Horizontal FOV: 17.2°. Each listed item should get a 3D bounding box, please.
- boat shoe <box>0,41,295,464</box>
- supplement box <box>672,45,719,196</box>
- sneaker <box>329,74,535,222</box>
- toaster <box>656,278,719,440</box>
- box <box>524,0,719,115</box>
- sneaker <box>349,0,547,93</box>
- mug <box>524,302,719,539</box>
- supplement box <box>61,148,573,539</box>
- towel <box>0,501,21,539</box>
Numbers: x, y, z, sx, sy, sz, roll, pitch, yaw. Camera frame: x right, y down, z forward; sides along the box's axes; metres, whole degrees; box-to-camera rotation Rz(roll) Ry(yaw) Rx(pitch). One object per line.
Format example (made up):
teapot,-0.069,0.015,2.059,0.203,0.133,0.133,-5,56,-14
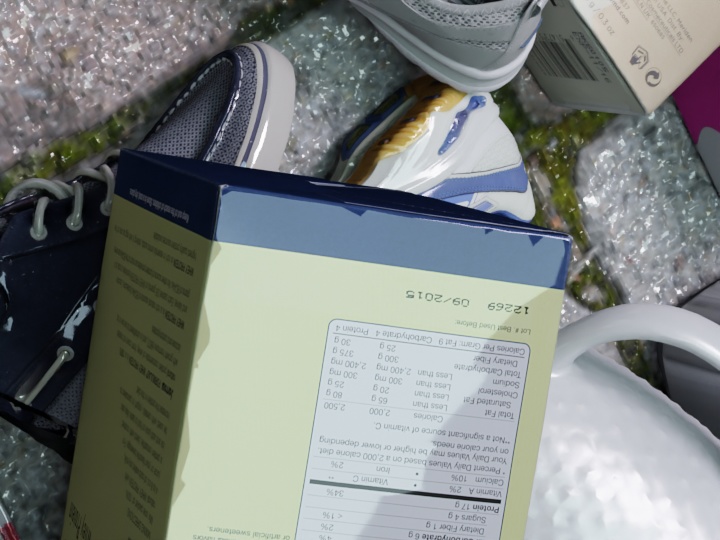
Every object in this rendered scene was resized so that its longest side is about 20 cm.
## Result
boat shoe,-0.108,-0.022,1.013,0.093,0.075,0.201,30,84,-31
supplement box,0.254,-0.122,1.153,0.200,0.103,0.102,-34,109,-15
sneaker,0.000,0.000,1.066,0.200,0.075,0.088,-41,110,-14
toaster,0.238,0.048,1.148,0.199,0.129,0.114,-22,103,-20
box,0.158,-0.168,1.110,0.200,0.095,0.078,-43,112,-13
sneaker,-0.001,-0.158,1.025,0.199,0.082,0.075,29,67,-6
mug,0.103,0.093,1.063,0.175,0.200,0.148,41,34,-7
supplement box,-0.027,0.067,0.915,0.133,0.200,0.201,8,94,-16
towel,-0.200,0.164,1.023,0.144,0.023,0.201,-31,107,-17
